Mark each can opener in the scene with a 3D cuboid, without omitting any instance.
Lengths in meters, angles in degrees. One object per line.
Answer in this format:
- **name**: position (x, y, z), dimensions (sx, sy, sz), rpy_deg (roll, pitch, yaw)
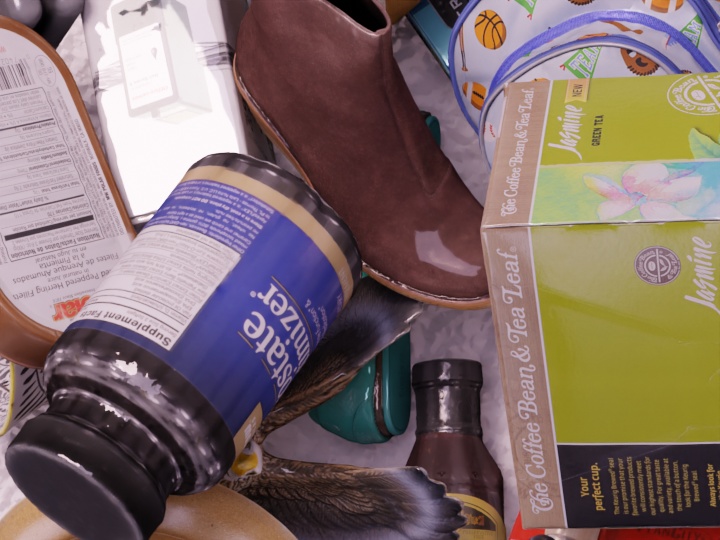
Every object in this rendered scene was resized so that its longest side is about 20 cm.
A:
- **can opener**: position (-0.212, -0.136, 1.640), dimensions (0.053, 0.200, 0.067), rpy_deg (-17, 84, -25)

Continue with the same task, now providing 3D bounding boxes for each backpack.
- **backpack**: position (0.141, -0.099, 1.540), dimensions (0.200, 0.154, 0.191), rpy_deg (-29, 99, 28)

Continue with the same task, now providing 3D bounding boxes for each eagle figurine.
- **eagle figurine**: position (-0.051, 0.098, 1.564), dimensions (0.200, 0.152, 0.151), rpy_deg (-11, 34, -8)

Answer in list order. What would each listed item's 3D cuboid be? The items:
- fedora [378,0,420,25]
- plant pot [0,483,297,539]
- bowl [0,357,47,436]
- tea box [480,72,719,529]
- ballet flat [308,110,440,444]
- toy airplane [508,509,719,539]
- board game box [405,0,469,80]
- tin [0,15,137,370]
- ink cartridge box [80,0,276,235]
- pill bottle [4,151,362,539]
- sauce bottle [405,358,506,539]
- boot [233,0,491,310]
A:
- **fedora**: position (-0.010, -0.189, 1.587), dimensions (0.082, 0.201, 0.201), rpy_deg (-33, 74, -12)
- **plant pot**: position (-0.115, 0.194, 1.539), dimensions (0.200, 0.028, 0.200), rpy_deg (4, 122, 6)
- **bowl**: position (-0.190, -0.010, 1.632), dimensions (0.094, 0.201, 0.201), rpy_deg (-12, 75, -21)
- **tea box**: position (0.171, 0.016, 1.434), dimensions (0.196, 0.200, 0.134), rpy_deg (-1, 37, 10)
- **ballet flat**: position (0.000, 0.000, 1.638), dimensions (0.070, 0.067, 0.200), rpy_deg (3, 78, 21)
- **toy airplane**: position (0.202, 0.160, 1.526), dimensions (0.200, 0.141, 0.199), rpy_deg (-33, 54, 5)
- **board game box**: position (0.096, -0.225, 1.675), dimensions (0.200, 0.047, 0.151), rpy_deg (-34, 75, 2)
- **tin**: position (-0.186, -0.045, 1.519), dimensions (0.112, 0.042, 0.200), rpy_deg (-17, 80, -38)
- **ink cartridge box**: position (-0.104, -0.111, 1.638), dimensions (0.084, 0.146, 0.200), rpy_deg (-12, 77, 5)
- **pill bottle**: position (-0.094, 0.044, 1.464), dimensions (0.112, 0.112, 0.200), rpy_deg (27, 62, 15)
- **sauce bottle**: position (0.050, 0.151, 1.596), dimensions (0.066, 0.066, 0.200), rpy_deg (-5, 78, 9)
- **boot**: position (0.007, -0.077, 1.498), dimensions (0.200, 0.166, 0.072), rpy_deg (41, 68, 18)
